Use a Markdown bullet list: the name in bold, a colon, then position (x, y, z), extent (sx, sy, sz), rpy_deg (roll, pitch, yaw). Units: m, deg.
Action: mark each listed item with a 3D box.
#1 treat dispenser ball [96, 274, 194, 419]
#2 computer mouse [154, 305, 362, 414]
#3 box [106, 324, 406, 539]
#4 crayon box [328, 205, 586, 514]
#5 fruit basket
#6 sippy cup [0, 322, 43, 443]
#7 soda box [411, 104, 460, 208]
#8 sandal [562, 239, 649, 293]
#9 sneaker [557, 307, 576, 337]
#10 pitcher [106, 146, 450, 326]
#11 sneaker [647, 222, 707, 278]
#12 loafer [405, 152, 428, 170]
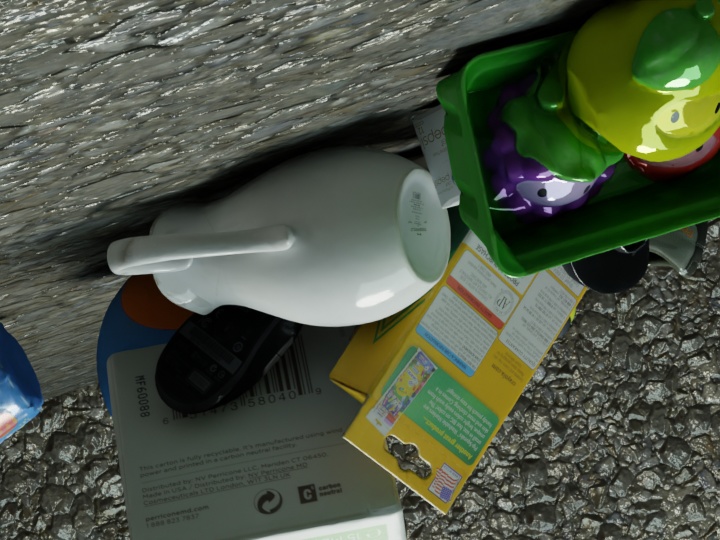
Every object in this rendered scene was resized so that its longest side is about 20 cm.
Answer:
- **treat dispenser ball**: position (-0.124, 0.075, 1.694), extent (0.200, 0.202, 0.201), rpy_deg (-18, 176, -1)
- **computer mouse**: position (-0.049, 0.040, 1.451), extent (0.200, 0.140, 0.046), rpy_deg (-54, 146, -11)
- **box**: position (-0.075, 0.169, 1.511), extent (0.198, 0.201, 0.172), rpy_deg (-11, 139, -3)
- **crayon box**: position (0.063, 0.055, 1.417), extent (0.126, 0.200, 0.051), rpy_deg (40, 168, -38)
- **fruit basket**: position (0.160, -0.090, 1.170), extent (0.214, 0.156, 0.216), rpy_deg (-11, -167, 3)
- **sippy cup**: position (-0.363, 0.114, 1.792), extent (0.130, 0.178, 0.140), rpy_deg (-28, 132, 4)
- **soda box**: position (0.134, -0.099, 1.377), extent (0.199, 0.068, 0.064), rpy_deg (-15, 175, -40)
- **sandal**: position (0.164, -0.055, 1.331), extent (0.076, 0.201, 0.043), rpy_deg (-40, -133, -22)
- **sneaker**: position (0.089, 0.023, 1.515), extent (0.200, 0.081, 0.074), rpy_deg (22, 178, -44)
- **pitcher**: position (-0.055, -0.018, 1.348), extent (0.199, 0.122, 0.171), rpy_deg (-7, 180, 28)
- **sneaker**: position (0.162, -0.029, 1.474), extent (0.199, 0.080, 0.074), rpy_deg (-1, 168, 31)
- **loafer**: position (0.051, -0.058, 1.577), extent (0.199, 0.069, 0.076), rpy_deg (-20, 176, 32)
